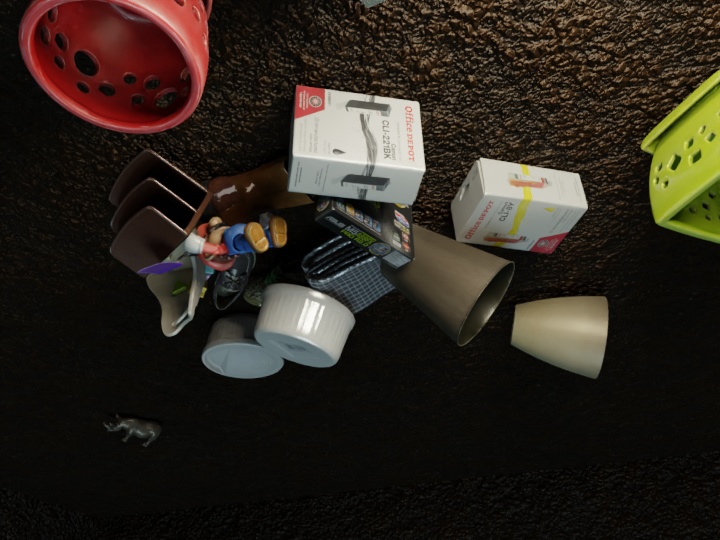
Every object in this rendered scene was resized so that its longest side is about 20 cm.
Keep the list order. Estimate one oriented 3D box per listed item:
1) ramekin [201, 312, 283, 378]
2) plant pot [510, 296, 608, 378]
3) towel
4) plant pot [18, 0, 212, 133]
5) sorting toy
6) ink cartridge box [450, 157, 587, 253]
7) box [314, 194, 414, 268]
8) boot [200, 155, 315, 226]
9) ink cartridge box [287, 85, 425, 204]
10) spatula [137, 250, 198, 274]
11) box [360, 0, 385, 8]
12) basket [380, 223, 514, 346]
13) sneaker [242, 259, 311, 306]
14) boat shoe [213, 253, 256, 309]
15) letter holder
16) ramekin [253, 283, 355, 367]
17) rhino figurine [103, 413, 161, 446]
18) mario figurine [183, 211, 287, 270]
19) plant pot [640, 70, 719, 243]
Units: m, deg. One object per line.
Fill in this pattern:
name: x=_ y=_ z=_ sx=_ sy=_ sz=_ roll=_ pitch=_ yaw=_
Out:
ramekin: x=-0.287 y=0.184 z=1.564 sx=0.199 sy=0.095 sz=0.203 roll=-1 pitch=147 yaw=-1
plant pot: x=0.454 y=0.140 z=1.472 sx=0.197 sy=0.190 sz=0.188 roll=8 pitch=149 yaw=12
towel: x=0.000 y=0.000 z=1.256 sx=0.198 sy=0.086 sz=0.166 roll=-27 pitch=143 yaw=4
plant pot: x=-0.277 y=-0.297 z=0.753 sx=0.197 sy=0.185 sz=0.202 roll=-2 pitch=147 yaw=-1
sorting toy: x=-0.347 y=0.029 z=1.248 sx=0.106 sy=0.182 sz=0.199 roll=22 pitch=141 yaw=-31
ink cartridge box: x=0.281 y=-0.112 z=1.144 sx=0.197 sy=0.085 sz=0.146 roll=7 pitch=146 yaw=-12
box: x=0.010 y=-0.115 z=1.061 sx=0.044 sy=0.162 sz=0.199 roll=-26 pitch=139 yaw=36
boot: x=-0.173 y=-0.116 z=1.147 sx=0.197 sy=0.069 sz=0.189 roll=-13 pitch=134 yaw=18
ink cartridge box: x=-0.007 y=-0.189 z=0.961 sx=0.197 sy=0.146 sz=0.084 roll=5 pitch=147 yaw=-11
spatula: x=-0.313 y=-0.020 z=1.116 sx=0.056 sy=0.021 sz=0.200 roll=-20 pitch=-172 yaw=20
box: x=0.003 y=-0.395 z=0.650 sx=0.127 sy=0.111 sz=0.199 roll=1 pitch=157 yaw=45
basket: x=0.145 y=0.009 z=1.137 sx=0.199 sy=0.180 sz=0.137 roll=33 pitch=157 yaw=26
sneaker: x=-0.166 y=0.010 z=1.330 sx=0.197 sy=0.078 sz=0.089 roll=-19 pitch=142 yaw=11
boat shoe: x=-0.269 y=0.017 z=1.337 sx=0.071 sy=0.066 sz=0.200 roll=15 pitch=143 yaw=-20
letter holder: x=-0.372 y=-0.097 z=1.089 sx=0.142 sy=0.101 sz=0.199 roll=38 pitch=139 yaw=-21
ramekin: x=-0.117 y=0.117 z=1.273 sx=0.197 sy=0.099 sz=0.201 roll=15 pitch=156 yaw=7
rhino figurine: x=-0.751 y=0.520 z=2.087 sx=0.198 sy=0.060 sz=0.088 roll=25 pitch=119 yaw=-33
mario figurine: x=-0.220 y=-0.066 z=1.081 sx=0.198 sy=0.108 sz=0.123 roll=-8 pitch=154 yaw=42
plant pot: x=0.568 y=-0.176 z=0.969 sx=0.197 sy=0.184 sz=0.199 roll=12 pitch=144 yaw=-20
